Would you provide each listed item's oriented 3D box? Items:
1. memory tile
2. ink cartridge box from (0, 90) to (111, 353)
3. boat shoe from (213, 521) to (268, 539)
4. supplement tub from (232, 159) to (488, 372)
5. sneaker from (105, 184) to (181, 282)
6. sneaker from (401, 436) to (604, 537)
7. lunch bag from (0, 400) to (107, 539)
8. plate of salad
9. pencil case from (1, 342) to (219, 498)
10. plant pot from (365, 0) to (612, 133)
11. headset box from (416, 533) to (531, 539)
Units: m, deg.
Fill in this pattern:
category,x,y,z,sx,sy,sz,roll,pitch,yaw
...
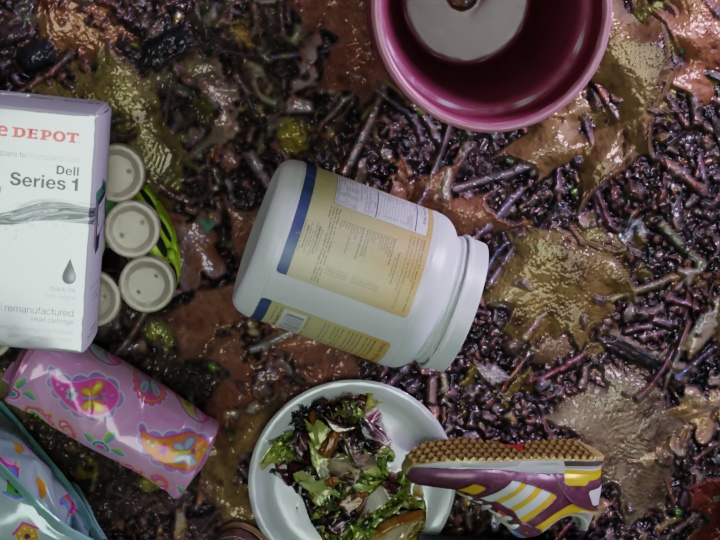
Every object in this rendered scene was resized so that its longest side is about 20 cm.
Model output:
category,x,y,z,sx,sy,sz,roll,pitch,yaw
memory tile,-0.268,-0.018,1.386,0.198,0.017,0.155,-15,101,2
ink cartridge box,-0.288,-0.044,1.330,0.145,0.084,0.202,4,101,-2
boat shoe,-0.095,0.340,1.518,0.070,0.070,0.202,-16,102,19
supplement tub,0.000,0.000,1.415,0.198,0.144,0.146,20,100,-8
sneaker,-0.235,-0.055,1.430,0.083,0.074,0.200,-38,100,18
sneaker,0.133,0.208,1.497,0.198,0.075,0.091,2,101,-14
lunch bag,-0.343,0.234,1.441,0.200,0.122,0.170,44,96,6
plate of salad,-0.007,0.202,1.509,0.198,0.048,0.202,-1,103,-3
pencil case,-0.228,0.126,1.461,0.199,0.087,0.088,30,99,-9
plant pot,0.099,-0.227,1.354,0.198,0.179,0.202,-1,102,-3
headset box,0.135,0.337,1.476,0.198,0.175,0.093,4,122,-6
